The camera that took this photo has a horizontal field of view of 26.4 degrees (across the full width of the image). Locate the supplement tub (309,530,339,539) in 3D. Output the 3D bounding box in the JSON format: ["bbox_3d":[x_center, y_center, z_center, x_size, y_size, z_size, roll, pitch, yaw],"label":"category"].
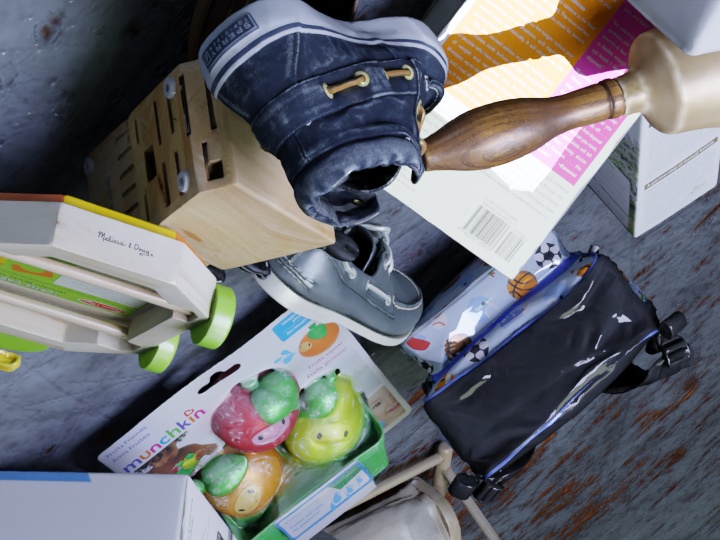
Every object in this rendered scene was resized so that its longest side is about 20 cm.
[{"bbox_3d":[-0.040,0.267,1.165,0.132,0.200,0.132,-7,104,-32],"label":"supplement tub"}]

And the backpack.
[{"bbox_3d":[0.121,0.057,1.129,0.200,0.154,0.190,-35,173,3],"label":"backpack"}]

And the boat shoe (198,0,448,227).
[{"bbox_3d":[0.002,-0.067,0.724,0.071,0.091,0.200,-37,167,24],"label":"boat shoe"}]

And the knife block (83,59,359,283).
[{"bbox_3d":[-0.046,-0.045,0.807,0.175,0.064,0.200,-3,166,-30],"label":"knife block"}]

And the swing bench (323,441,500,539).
[{"bbox_3d":[0.011,0.289,1.405,0.199,0.130,0.200,-21,154,-30],"label":"swing bench"}]

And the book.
[{"bbox_3d":[0.096,-0.109,0.860,0.133,0.048,0.200,34,99,-23],"label":"book"}]

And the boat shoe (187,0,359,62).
[{"bbox_3d":[-0.035,-0.135,0.753,0.070,0.070,0.200,-23,151,-30],"label":"boat shoe"}]

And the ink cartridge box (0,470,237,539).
[{"bbox_3d":[-0.163,0.207,1.039,0.145,0.084,0.200,-1,153,9],"label":"ink cartridge box"}]

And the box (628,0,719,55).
[{"bbox_3d":[0.191,-0.235,0.724,0.199,0.200,0.172,-15,146,-38],"label":"box"}]

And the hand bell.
[{"bbox_3d":[0.123,-0.087,0.794,0.199,0.104,0.104,-19,149,-14],"label":"hand bell"}]

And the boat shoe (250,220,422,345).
[{"bbox_3d":[0.000,0.000,0.996,0.062,0.073,0.200,-49,154,13],"label":"boat shoe"}]

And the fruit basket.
[{"bbox_3d":[-0.064,0.118,1.084,0.185,0.094,0.200,-37,150,-1],"label":"fruit basket"}]

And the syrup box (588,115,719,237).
[{"bbox_3d":[0.198,-0.116,1.049,0.081,0.079,0.200,-32,152,-10],"label":"syrup box"}]

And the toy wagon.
[{"bbox_3d":[-0.162,0.012,0.784,0.155,0.040,0.200,19,158,-25],"label":"toy wagon"}]
